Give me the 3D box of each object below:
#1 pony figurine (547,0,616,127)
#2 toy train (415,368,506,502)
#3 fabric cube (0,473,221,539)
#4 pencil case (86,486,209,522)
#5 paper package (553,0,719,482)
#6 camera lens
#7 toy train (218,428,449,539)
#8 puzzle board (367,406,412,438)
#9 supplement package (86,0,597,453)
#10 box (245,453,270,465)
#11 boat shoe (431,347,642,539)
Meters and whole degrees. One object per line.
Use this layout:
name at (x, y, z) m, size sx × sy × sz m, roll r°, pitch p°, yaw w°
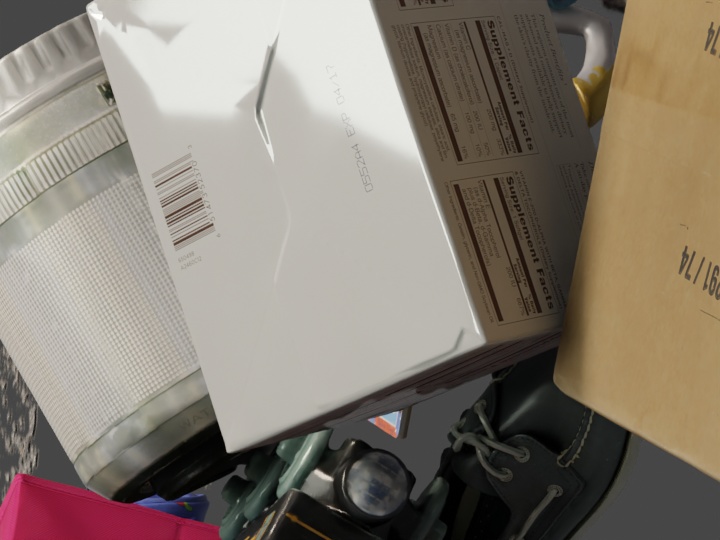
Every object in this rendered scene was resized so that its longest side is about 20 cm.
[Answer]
pony figurine at (0.029, -0.124, 1.272) m, size 0.167 × 0.192 × 0.201 m, roll 113°, pitch 155°, yaw -58°
toy train at (0.061, 0.097, 1.317) m, size 0.200 × 0.034 × 0.046 m, roll -64°, pitch 39°, yaw 38°
fabric cube at (-0.129, 0.265, 1.488) m, size 0.200 × 0.199 × 0.197 m, roll -89°, pitch 19°, yaw -48°
pencil case at (-0.147, 0.231, 1.745) m, size 0.078 × 0.087 × 0.201 m, roll 1°, pitch 82°, yaw 45°
paper package at (0.166, -0.018, 0.975) m, size 0.200 × 0.103 × 0.191 m, roll -153°, pitch 73°, yaw -70°
camera lens at (-0.095, -0.006, 1.263) m, size 0.200 × 0.160 × 0.160 m, roll 59°, pitch 150°, yaw 7°
toy train at (-0.030, 0.136, 1.234) m, size 0.114 × 0.085 × 0.200 m, roll -60°, pitch 6°, yaw -22°
puzzle board at (0.000, 0.000, 1.542) m, size 0.200 × 0.017 × 0.151 m, roll -153°, pitch 73°, yaw -69°
supplement package at (0.001, -0.048, 1.125) m, size 0.156 × 0.111 × 0.201 m, roll -25°, pitch 79°, yaw 42°
box at (-0.101, 0.017, 1.613) m, size 0.200 × 0.124 × 0.149 m, roll -133°, pitch 50°, yaw -72°
boat shoe at (0.069, 0.090, 1.229) m, size 0.073 × 0.062 × 0.200 m, roll 56°, pitch 140°, yaw 36°
